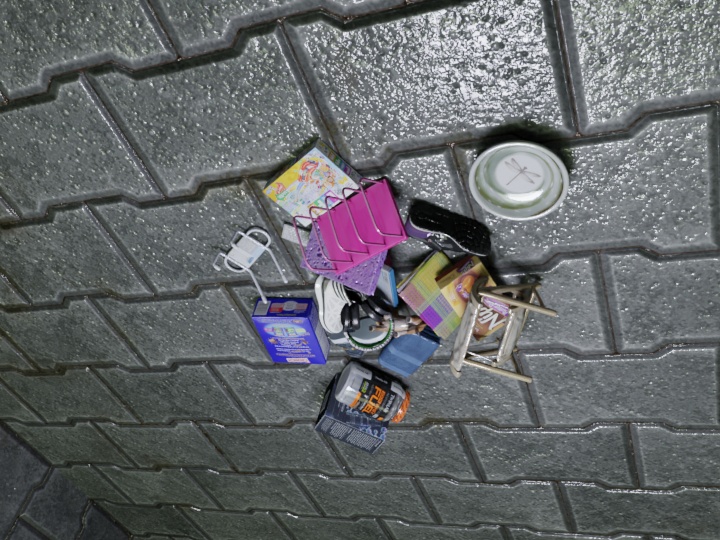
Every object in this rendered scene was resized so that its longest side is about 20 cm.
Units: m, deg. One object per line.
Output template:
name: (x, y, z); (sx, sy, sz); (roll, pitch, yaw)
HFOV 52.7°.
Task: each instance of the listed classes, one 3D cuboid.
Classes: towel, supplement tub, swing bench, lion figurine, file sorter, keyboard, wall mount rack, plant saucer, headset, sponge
towel: (0.131, 0.212, 1.964); (0.111, 0.049, 0.200); (26, 139, -10)
supplement tub: (0.036, 0.355, 2.096); (0.198, 0.124, 0.123); (26, 138, -10)
swing bench: (0.312, 0.133, 1.660); (0.197, 0.130, 0.201); (7, 120, -12)
towel: (0.188, 0.057, 1.736); (0.144, 0.023, 0.200); (-45, 119, -2)
lion figurine: (0.102, 0.129, 1.800); (0.198, 0.074, 0.121); (17, -169, 42)
file sorter: (-0.027, -0.095, 1.561); (0.198, 0.141, 0.125); (-27, 166, 29)
keyboard: (-0.096, -0.065, 1.772); (0.197, 0.011, 0.057); (20, 139, -2)
wall mount rack: (-0.274, -0.013, 1.841); (0.173, 0.075, 0.200); (33, 137, -17)
plant saucer: (0.318, -0.189, 1.460); (0.197, 0.051, 0.202); (10, 138, 9)
headset: (0.005, 0.091, 1.720); (0.122, 0.094, 0.202); (-21, 110, 4)
sponge: (-0.040, -0.029, 1.662); (0.198, 0.113, 0.030); (21, -176, 29)

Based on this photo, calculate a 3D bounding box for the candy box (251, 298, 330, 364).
candy box: (-0.188, 0.169, 2.008); (0.166, 0.078, 0.202); (0, 135, 17)

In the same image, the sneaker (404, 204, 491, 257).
sneaker: (0.194, -0.078, 1.624); (0.198, 0.076, 0.088); (24, 154, -2)

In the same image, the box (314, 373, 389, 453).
box: (-0.017, 0.430, 2.175); (0.198, 0.150, 0.107); (24, 139, -8)

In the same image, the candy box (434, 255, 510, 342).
candy box: (0.273, 0.065, 1.715); (0.116, 0.057, 0.201); (-34, 122, 8)

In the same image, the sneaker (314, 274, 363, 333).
sneaker: (-0.048, 0.100, 1.866); (0.114, 0.076, 0.202); (16, 139, 27)

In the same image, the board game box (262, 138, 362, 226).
board game box: (-0.108, -0.192, 1.619); (0.134, 0.035, 0.199); (38, 135, -22)

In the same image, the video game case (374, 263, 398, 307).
video game case: (0.000, 0.000, 1.731); (0.198, 0.018, 0.144); (28, 153, 25)

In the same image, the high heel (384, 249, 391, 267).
high heel: (0.055, -0.069, 1.666); (0.095, 0.068, 0.201); (1, 134, 33)

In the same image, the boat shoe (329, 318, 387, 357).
boat shoe: (0.014, 0.183, 1.957); (0.198, 0.072, 0.091); (-8, 138, 43)
